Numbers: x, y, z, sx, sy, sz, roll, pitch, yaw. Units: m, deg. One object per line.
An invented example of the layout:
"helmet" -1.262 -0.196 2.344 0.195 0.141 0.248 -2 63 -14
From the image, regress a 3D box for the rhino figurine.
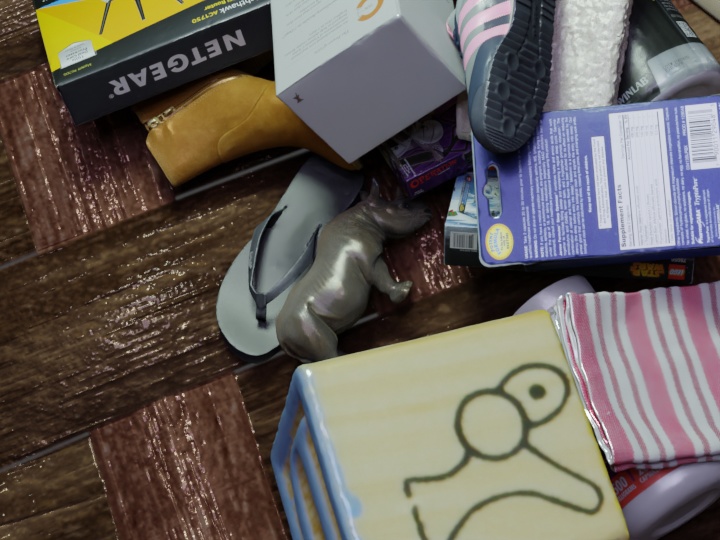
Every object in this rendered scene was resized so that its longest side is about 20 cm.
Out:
"rhino figurine" 0.000 0.000 1.607 0.087 0.060 0.201 29 72 -2

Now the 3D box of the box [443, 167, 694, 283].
"box" 0.172 -0.044 1.586 0.198 0.040 0.137 5 29 8

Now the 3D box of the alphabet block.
"alphabet block" 0.059 0.168 1.450 0.198 0.197 0.197 -11 68 -15

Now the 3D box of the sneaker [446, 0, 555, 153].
"sneaker" 0.102 -0.175 1.525 0.082 0.070 0.202 -14 54 42

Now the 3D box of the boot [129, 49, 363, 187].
"boot" -0.101 -0.113 1.664 0.144 0.071 0.201 -39 58 -3

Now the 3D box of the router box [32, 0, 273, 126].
"router box" -0.175 -0.219 1.690 0.199 0.051 0.150 -22 43 -2

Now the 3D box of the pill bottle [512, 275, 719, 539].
"pill bottle" 0.198 0.106 1.525 0.112 0.113 0.201 -31 69 -7

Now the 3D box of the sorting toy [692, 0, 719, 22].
"sorting toy" 0.343 -0.324 1.720 0.185 0.037 0.200 41 78 18

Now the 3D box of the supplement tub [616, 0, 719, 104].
"supplement tub" 0.203 -0.201 1.640 0.122 0.123 0.201 -30 69 -6

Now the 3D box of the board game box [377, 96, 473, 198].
"board game box" 0.052 -0.158 1.659 0.119 0.032 0.201 -24 51 -8

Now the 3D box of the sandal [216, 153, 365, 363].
"sandal" -0.064 -0.019 1.637 0.076 0.043 0.201 21 72 13

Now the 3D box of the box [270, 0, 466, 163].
"box" 0.002 -0.209 1.596 0.124 0.097 0.201 -31 39 23

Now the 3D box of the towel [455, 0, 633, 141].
"towel" 0.154 -0.198 1.573 0.131 0.034 0.202 6 81 22

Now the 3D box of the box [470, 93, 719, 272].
"box" 0.187 -0.066 1.505 0.198 0.032 0.122 -4 78 7

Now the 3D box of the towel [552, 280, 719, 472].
"towel" 0.252 0.074 1.476 0.198 0.030 0.147 -5 60 -22
